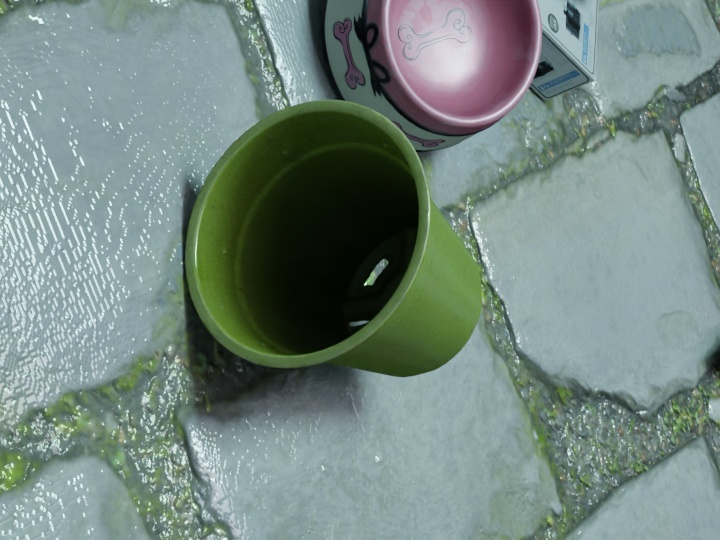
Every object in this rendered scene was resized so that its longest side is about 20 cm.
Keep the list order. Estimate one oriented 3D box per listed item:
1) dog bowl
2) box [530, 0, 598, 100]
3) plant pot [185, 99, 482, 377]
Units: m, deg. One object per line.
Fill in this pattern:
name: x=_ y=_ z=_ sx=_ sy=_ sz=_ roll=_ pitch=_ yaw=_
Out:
dog bowl: x=0.069 y=-0.202 z=1.690 sx=0.199 sy=0.074 sz=0.201 roll=0 pitch=90 yaw=-32
box: x=0.148 y=-0.268 z=1.907 sx=0.200 sy=0.060 sz=0.117 roll=39 pitch=45 yaw=-37
plant pot: x=0.000 y=0.000 z=1.499 sx=0.190 sy=0.199 sz=0.201 roll=34 pitch=48 yaw=-58
